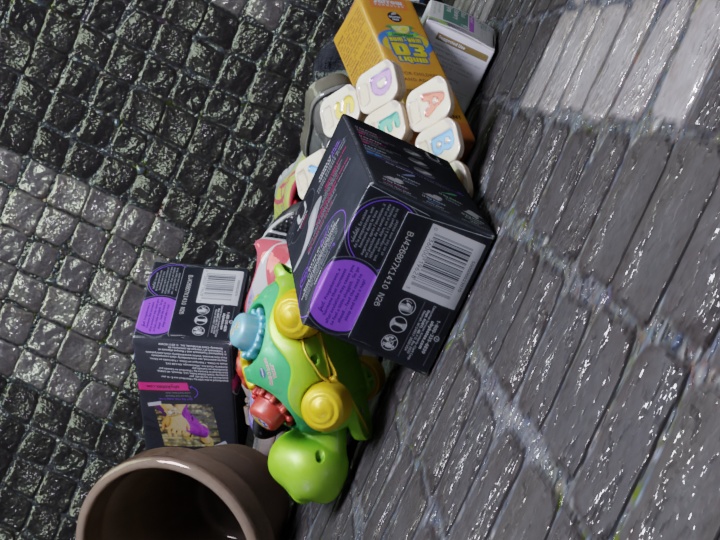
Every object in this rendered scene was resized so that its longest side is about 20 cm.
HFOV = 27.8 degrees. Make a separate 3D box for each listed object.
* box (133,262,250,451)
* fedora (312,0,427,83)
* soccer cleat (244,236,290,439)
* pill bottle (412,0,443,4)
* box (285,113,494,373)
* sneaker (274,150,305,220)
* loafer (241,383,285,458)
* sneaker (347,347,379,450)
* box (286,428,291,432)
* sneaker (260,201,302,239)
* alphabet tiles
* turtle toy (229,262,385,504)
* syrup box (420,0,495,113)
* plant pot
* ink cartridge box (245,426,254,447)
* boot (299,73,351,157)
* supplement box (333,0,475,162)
[{"bbox_3d":[-0.173,0.107,1.558,0.123,0.105,0.201,-82,-5,-49],"label":"box"},{"bbox_3d":[0.014,-0.221,1.655,0.199,0.091,0.203,-5,82,45],"label":"fedora"},{"bbox_3d":[-0.083,0.065,1.408,0.068,0.073,0.202,-15,-56,-47],"label":"soccer cleat"},{"bbox_3d":[0.062,-0.279,1.826,0.201,0.111,0.112,-74,10,-59],"label":"pill bottle"},{"bbox_3d":[0.017,-0.026,1.131,0.123,0.105,0.200,-63,15,16],"label":"box"},{"bbox_3d":[-0.060,-0.074,1.627,0.201,0.077,0.091,111,174,-56],"label":"sneaker"},{"bbox_3d":[-0.092,0.101,1.481,0.072,0.062,0.202,-88,13,-67],"label":"loafer"},{"bbox_3d":[-0.042,0.112,1.315,0.076,0.090,0.201,-56,12,47],"label":"sneaker"},{"bbox_3d":[-0.034,0.105,1.525,0.201,0.041,0.120,-83,17,-63],"label":"box"},{"bbox_3d":[-0.069,-0.023,1.542,0.201,0.073,0.081,112,177,-58],"label":"sneaker"},{"bbox_3d":[0.014,-0.078,1.285,0.195,0.015,0.202,-27,65,38],"label":"alphabet tiles"},{"bbox_3d":[-0.046,0.093,1.199,0.146,0.100,0.202,-24,-81,-73],"label":"turtle toy"},{"bbox_3d":[0.065,-0.170,1.517,0.079,0.081,0.201,-80,14,-64],"label":"syrup box"},{"bbox_3d":[-0.153,0.249,1.427,0.202,0.199,0.175,-64,-10,21],"label":"plant pot"},{"bbox_3d":[-0.152,0.290,1.637,0.201,0.083,0.146,-72,9,-47],"label":"ink cartridge box"},{"bbox_3d":[0.003,-0.066,1.399,0.072,0.201,0.182,-25,-22,-3],"label":"boot"},{"bbox_3d":[0.040,-0.175,1.397,0.069,0.066,0.201,-61,39,40],"label":"supplement box"}]
